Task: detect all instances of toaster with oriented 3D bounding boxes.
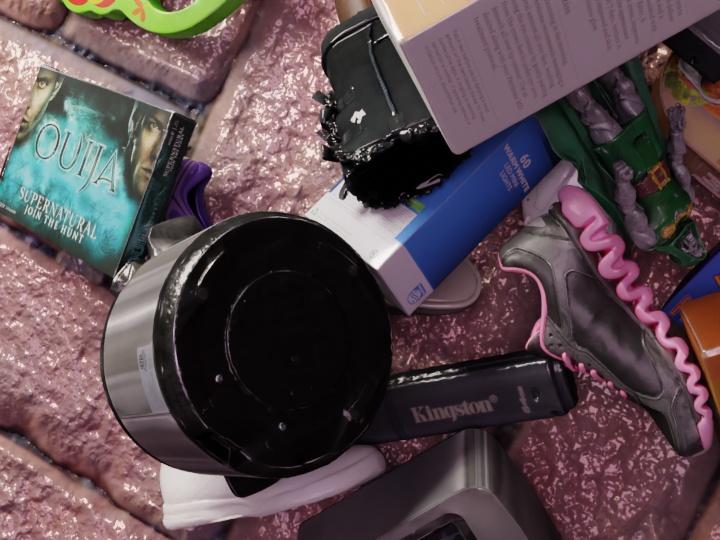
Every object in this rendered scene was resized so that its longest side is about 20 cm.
[{"bbox_3d":[0.071,0.235,0.727,0.198,0.119,0.182,-31,98,11],"label":"toaster"}]

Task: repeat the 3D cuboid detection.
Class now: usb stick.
[{"bbox_3d":[0.067,0.099,0.769,0.197,0.033,0.056,-13,101,26],"label":"usb stick"}]

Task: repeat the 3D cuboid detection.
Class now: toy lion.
[{"bbox_3d":[-0.189,-0.282,0.850,0.191,0.069,0.201,-35,82,16],"label":"toy lion"}]

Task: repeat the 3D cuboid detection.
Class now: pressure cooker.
[{"bbox_3d":[-0.093,0.056,0.708,0.177,0.199,0.178,28,67,-23],"label":"pressure cooker"}]

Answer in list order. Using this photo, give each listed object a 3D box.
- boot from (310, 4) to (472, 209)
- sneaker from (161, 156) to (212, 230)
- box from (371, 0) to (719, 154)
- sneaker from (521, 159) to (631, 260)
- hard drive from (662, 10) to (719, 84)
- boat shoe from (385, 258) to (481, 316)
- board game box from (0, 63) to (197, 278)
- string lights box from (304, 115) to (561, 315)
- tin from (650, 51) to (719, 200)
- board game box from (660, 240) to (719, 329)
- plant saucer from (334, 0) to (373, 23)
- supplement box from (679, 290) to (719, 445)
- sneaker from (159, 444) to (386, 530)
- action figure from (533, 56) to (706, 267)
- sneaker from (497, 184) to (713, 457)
[{"bbox_3d":[0.054,-0.142,0.706,0.196,0.073,0.164,-26,43,16],"label":"boot"},{"bbox_3d":[-0.145,0.004,0.821,0.082,0.081,0.204,-5,87,6],"label":"sneaker"},{"bbox_3d":[0.102,-0.197,0.609,0.198,0.107,0.153,-29,52,7],"label":"box"},{"bbox_3d":[0.165,-0.026,0.767,0.086,0.074,0.203,9,87,28],"label":"sneaker"},{"bbox_3d":[0.216,-0.236,0.730,0.200,0.033,0.139,43,54,11],"label":"hard drive"},{"bbox_3d":[0.000,0.000,0.806,0.197,0.057,0.068,12,65,8],"label":"boat shoe"},{"bbox_3d":[-0.226,-0.085,0.821,0.198,0.028,0.137,23,94,39],"label":"board game box"},{"bbox_3d":[0.065,-0.075,0.737,0.200,0.059,0.103,-44,42,-8],"label":"string lights box"},{"bbox_3d":[0.300,-0.090,0.728,0.200,0.042,0.112,44,70,10],"label":"tin"},{"bbox_3d":[0.310,0.010,0.668,0.134,0.201,0.045,41,57,10],"label":"board game box"},{"bbox_3d":[0.069,-0.243,0.802,0.197,0.037,0.204,0,88,13],"label":"plant saucer"},{"bbox_3d":[0.279,0.109,0.686,0.066,0.069,0.202,-19,114,10],"label":"supplement box"},{"bbox_3d":[-0.078,0.150,0.801,0.197,0.075,0.090,-14,79,17],"label":"sneaker"},{"bbox_3d":[0.187,-0.084,0.690,0.118,0.055,0.201,-42,110,-18],"label":"action figure"},{"bbox_3d":[0.164,0.046,0.685,0.095,0.079,0.202,-31,84,5],"label":"sneaker"}]
